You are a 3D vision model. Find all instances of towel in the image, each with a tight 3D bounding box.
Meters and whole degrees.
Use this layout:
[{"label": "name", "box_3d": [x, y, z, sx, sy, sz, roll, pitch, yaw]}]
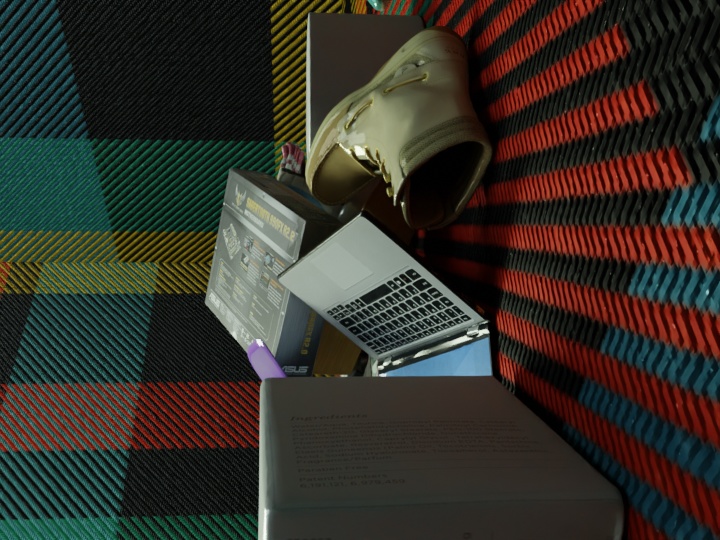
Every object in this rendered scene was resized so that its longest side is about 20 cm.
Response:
[{"label": "towel", "box_3d": [-0.106, -0.045, 1.003, 0.147, 0.029, 0.204, 96, -171, -76]}]

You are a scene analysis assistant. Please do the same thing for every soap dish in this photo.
[{"label": "soap dish", "box_3d": [0.000, 0.000, 0.844, 0.158, 0.080, 0.203, -61, -5, -63]}]

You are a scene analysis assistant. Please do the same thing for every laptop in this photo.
[{"label": "laptop", "box_3d": [0.013, 0.084, 0.629, 0.117, 0.199, 0.187, -57, 13, -27]}]

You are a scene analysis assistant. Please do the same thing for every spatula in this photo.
[{"label": "spatula", "box_3d": [-0.057, 0.159, 0.713, 0.056, 0.020, 0.204, -36, 73, 59]}]

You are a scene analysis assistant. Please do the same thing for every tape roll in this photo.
[{"label": "tape roll", "box_3d": [0.002, -0.205, 0.960, 0.203, 0.135, 0.208, 180, 90, -85]}]

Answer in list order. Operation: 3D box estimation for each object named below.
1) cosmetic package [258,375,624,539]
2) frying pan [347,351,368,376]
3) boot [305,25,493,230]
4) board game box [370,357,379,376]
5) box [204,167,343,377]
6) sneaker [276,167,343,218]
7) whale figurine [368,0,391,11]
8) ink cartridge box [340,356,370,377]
[{"label": "cosmetic package", "box_3d": [0.024, 0.165, 0.438, 0.200, 0.162, 0.172, -133, 44, -79]}, {"label": "frying pan", "box_3d": [-0.024, 0.097, 0.941, 0.115, 0.031, 0.191, 46, -163, -24]}, {"label": "boot", "box_3d": [0.025, -0.088, 0.664, 0.199, 0.072, 0.158, -40, 40, 30]}, {"label": "board game box", "box_3d": [0.046, 0.161, 0.857, 0.148, 0.063, 0.205, 104, 165, -76]}, {"label": "box", "box_3d": [-0.095, -0.002, 0.813, 0.199, 0.047, 0.162, 34, 114, 54]}, {"label": "sneaker", "box_3d": [-0.047, -0.039, 0.949, 0.078, 0.199, 0.091, 28, 84, 49]}, {"label": "whale figurine", "box_3d": [0.009, -0.464, 1.078, 0.160, 0.101, 0.205, -101, 11, -65]}, {"label": "ink cartridge box", "box_3d": [0.015, 0.095, 1.126, 0.148, 0.081, 0.204, -97, 8, -60]}]
